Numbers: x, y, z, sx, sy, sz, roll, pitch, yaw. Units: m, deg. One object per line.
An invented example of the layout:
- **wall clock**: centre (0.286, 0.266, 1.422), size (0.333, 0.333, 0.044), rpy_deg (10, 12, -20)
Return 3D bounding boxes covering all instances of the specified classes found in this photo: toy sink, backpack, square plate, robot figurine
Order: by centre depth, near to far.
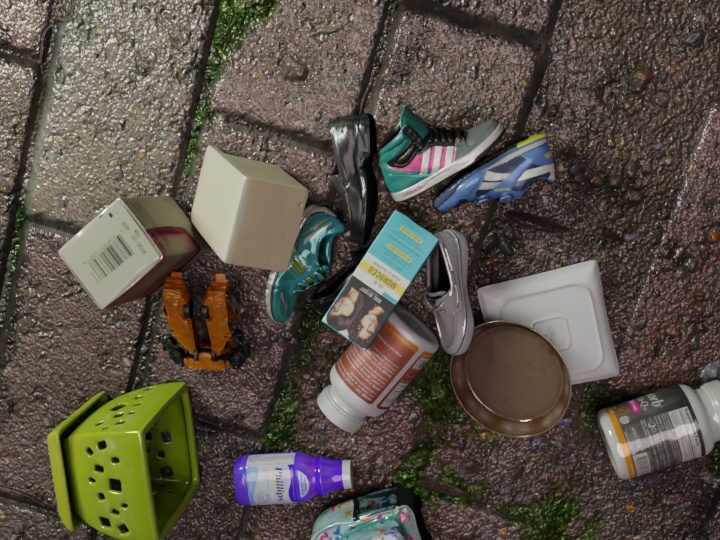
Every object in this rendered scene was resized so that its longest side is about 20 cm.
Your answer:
- **toy sink**: centre (-0.171, -0.097, 1.306), size (0.111, 0.200, 0.132), rpy_deg (9, 106, -29)
- **robot figurine**: centre (-0.247, 0.089, 1.359), size (0.143, 0.059, 0.201), rpy_deg (3, 138, 1)
- **square plate**: centre (0.305, 0.102, 1.381), size (0.196, 0.028, 0.202), rpy_deg (-14, 102, 6)
- **backpack**: centre (0.013, 0.474, 1.433), size (0.198, 0.151, 0.179), rpy_deg (-14, 104, 11)

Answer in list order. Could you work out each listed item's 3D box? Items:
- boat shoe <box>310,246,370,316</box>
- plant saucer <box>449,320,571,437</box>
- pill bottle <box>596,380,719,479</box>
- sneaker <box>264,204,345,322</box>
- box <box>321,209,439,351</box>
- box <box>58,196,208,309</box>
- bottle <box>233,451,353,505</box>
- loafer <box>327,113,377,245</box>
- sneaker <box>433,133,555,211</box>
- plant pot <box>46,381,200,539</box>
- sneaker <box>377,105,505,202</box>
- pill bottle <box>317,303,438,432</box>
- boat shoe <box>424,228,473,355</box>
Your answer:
- **boat shoe**: centre (0.000, -0.001, 1.348), size (0.199, 0.075, 0.066), rpy_deg (-41, 116, 20)
- **plant saucer**: centre (0.241, 0.169, 1.369), size (0.199, 0.034, 0.202), rpy_deg (10, 113, 25)
- **pill bottle**: centre (0.488, 0.250, 1.362), size (0.198, 0.116, 0.117), rpy_deg (-19, 102, 7)
- **sneaker**: centre (-0.089, -0.003, 1.343), size (0.079, 0.077, 0.201), rpy_deg (29, 105, 18)
- **box**: centre (0.031, 0.015, 1.287), size (0.082, 0.049, 0.201), rpy_deg (34, 92, 5)
- **box**: centre (-0.334, -0.031, 1.290), size (0.128, 0.200, 0.109), rpy_deg (-38, 88, 11)
- **bottle**: centre (-0.112, 0.349, 1.445), size (0.198, 0.065, 0.084), rpy_deg (-4, 102, 4)
- **loafer**: centre (-0.013, -0.140, 1.325), size (0.072, 0.073, 0.202), rpy_deg (1, 94, 12)
- **sneaker**: centre (0.207, -0.132, 1.308), size (0.199, 0.074, 0.083), rpy_deg (-27, 103, 10)
- **plant pot**: centre (-0.385, 0.307, 1.389), size (0.180, 0.200, 0.201), rpy_deg (-1, 104, 10)
- **sneaker**: centre (0.108, -0.203, 1.295), size (0.199, 0.084, 0.121), rpy_deg (-30, 110, 11)
- **pill bottle**: centre (0.023, 0.157, 1.367), size (0.112, 0.112, 0.200), rpy_deg (38, 103, -6)
- **boat shoe**: centre (0.130, 0.038, 1.346), size (0.065, 0.073, 0.202), rpy_deg (-10, 97, -39)
